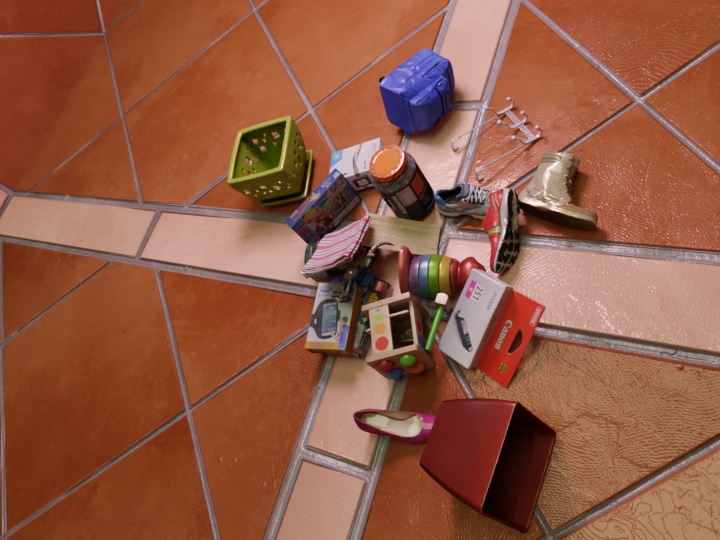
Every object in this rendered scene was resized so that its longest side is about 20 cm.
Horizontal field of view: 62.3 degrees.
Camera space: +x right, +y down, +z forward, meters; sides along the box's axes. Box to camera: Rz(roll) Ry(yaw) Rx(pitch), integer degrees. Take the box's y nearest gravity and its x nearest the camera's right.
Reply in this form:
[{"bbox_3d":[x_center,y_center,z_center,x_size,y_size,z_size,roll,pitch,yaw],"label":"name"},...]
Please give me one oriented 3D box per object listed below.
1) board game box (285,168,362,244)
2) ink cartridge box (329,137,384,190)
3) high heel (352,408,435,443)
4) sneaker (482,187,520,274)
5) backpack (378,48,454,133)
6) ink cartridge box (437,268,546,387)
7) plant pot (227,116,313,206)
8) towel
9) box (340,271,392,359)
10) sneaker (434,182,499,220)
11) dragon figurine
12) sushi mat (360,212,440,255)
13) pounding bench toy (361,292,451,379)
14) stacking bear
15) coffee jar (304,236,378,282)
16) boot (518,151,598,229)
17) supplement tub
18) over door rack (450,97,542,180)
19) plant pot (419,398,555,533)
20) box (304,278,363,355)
[{"bbox_3d":[-0.098,-0.164,1.637,0.200,0.135,0.034,-47,53,-2],"label":"board game box"},{"bbox_3d":[0.014,-0.298,1.682,0.198,0.067,0.117,-14,53,23],"label":"ink cartridge box"},{"bbox_3d":[0.083,0.329,1.294,0.198,0.096,0.068,1,64,30],"label":"high heel"},{"bbox_3d":[0.323,-0.091,1.395,0.084,0.076,0.203,1,80,48],"label":"sneaker"},{"bbox_3d":[0.177,-0.494,1.650,0.167,0.163,0.200,37,72,28],"label":"backpack"},{"bbox_3d":[0.277,0.124,1.286,0.173,0.043,0.202,32,106,38],"label":"ink cartridge box"},{"bbox_3d":[-0.253,-0.308,1.771,0.196,0.181,0.203,-9,61,26],"label":"plant pot"},{"bbox_3d":[-0.056,-0.063,1.449,0.145,0.030,0.201,-22,25,29],"label":"towel"},{"bbox_3d":[-0.016,0.110,1.503,0.136,0.040,0.202,13,72,35],"label":"box"},{"bbox_3d":[0.272,-0.174,1.465,0.197,0.085,0.078,-3,63,27],"label":"sneaker"},{"bbox_3d":[0.000,0.000,1.450,0.058,0.100,0.199,27,46,29],"label":"dragon figurine"},{"bbox_3d":[0.101,-0.090,1.503,0.197,0.012,0.097,9,67,0],"label":"sushi mat"},{"bbox_3d":[0.120,0.149,1.352,0.198,0.124,0.158,-18,57,20],"label":"pounding bench toy"},{"bbox_3d":[0.197,0.011,1.398,0.197,0.121,0.115,0,70,21],"label":"stacking bear"},{"bbox_3d":[-0.047,-0.050,1.572,0.198,0.086,0.105,-20,40,18],"label":"coffee jar"},{"bbox_3d":[0.474,-0.187,1.367,0.199,0.073,0.157,26,82,42],"label":"boot"},{"bbox_3d":[0.104,-0.220,1.511,0.121,0.200,0.124,-13,58,22],"label":"supplement tub"},{"bbox_3d":[0.342,-0.347,1.531,0.199,0.067,0.149,-35,52,9],"label":"over door rack"},{"bbox_3d":[0.234,0.355,1.148,0.175,0.200,0.202,8,68,45],"label":"plant pot"},{"bbox_3d":[-0.062,0.106,1.481,0.118,0.041,0.203,-3,66,28],"label":"box"}]
